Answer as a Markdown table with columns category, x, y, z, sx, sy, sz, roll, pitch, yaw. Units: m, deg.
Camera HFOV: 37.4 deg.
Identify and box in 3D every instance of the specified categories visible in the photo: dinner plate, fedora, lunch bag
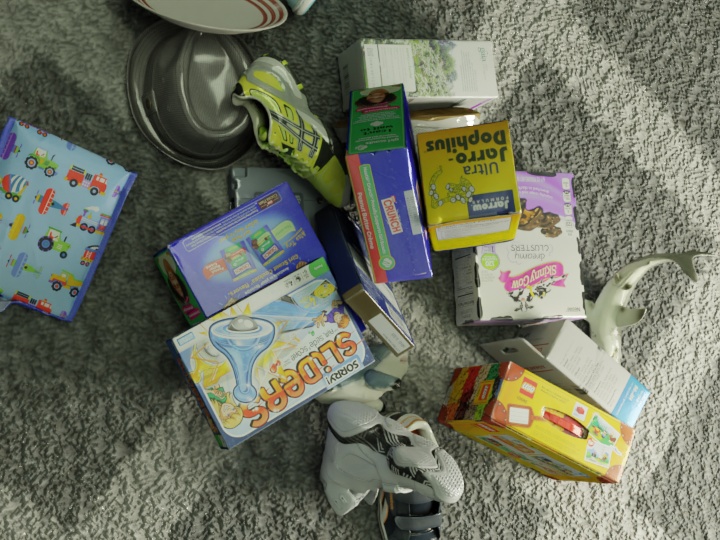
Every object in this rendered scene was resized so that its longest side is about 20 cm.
| category | x | y | z | sx | sy | sz | roll | pitch | yaw |
| --- | --- | --- | --- | --- | --- | --- | --- | --- | --- |
| dinner plate | -0.186 | -0.318 | 1.270 | 0.198 | 0.201 | 0.024 | 1 | 121 | -23 |
| fedora | -0.188 | -0.226 | 1.281 | 0.175 | 0.090 | 0.202 | -1 | 82 | -24 |
| lunch bag | -0.362 | -0.046 | 1.187 | 0.149 | 0.094 | 0.202 | 24 | 82 | -21 |

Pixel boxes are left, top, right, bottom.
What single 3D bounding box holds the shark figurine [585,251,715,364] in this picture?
| category | x | y | z | sx | sy | sz | roll | pitch | yaw |
| --- | --- | --- | --- | --- | --- | --- | --- | --- | --- |
| shark figurine | 0.380 | 0.027 | 1.484 | 0.128 | 0.215 | 0.089 | 44 | 23 | 19 |

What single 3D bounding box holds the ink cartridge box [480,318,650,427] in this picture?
| category | x | y | z | sx | sy | sz | roll | pitch | yaw |
| --- | --- | --- | --- | --- | --- | --- | --- | --- | --- |
| ink cartridge box | 0.270 | 0.130 | 1.410 | 0.200 | 0.116 | 0.067 | 40 | 69 | -13 |

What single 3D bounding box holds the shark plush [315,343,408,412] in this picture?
| category | x | y | z | sx | sy | sz | roll | pitch | yaw |
| --- | --- | --- | --- | --- | --- | --- | --- | --- | --- |
| shark plush | -0.036 | 0.127 | 1.327 | 0.198 | 0.091 | 0.084 | -3 | 62 | -3 |

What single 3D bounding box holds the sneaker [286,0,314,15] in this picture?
| category | x | y | z | sx | sy | sz | roll | pitch | yaw |
| --- | --- | --- | --- | --- | --- | --- | --- | --- | --- |
| sneaker | -0.093 | -0.432 | 1.365 | 0.130 | 0.079 | 0.202 | 24 | 64 | -20 |

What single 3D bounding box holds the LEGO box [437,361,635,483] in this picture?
| category | x | y | z | sx | sy | sz | roll | pitch | yaw |
| --- | --- | --- | --- | --- | --- | --- | --- | --- | --- |
| LEGO box | 0.221 | 0.197 | 1.360 | 0.199 | 0.149 | 0.078 | 28 | 72 | -17 |

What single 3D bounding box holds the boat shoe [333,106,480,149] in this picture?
| category | x | y | z | sx | sy | sz | roll | pitch | yaw |
| --- | --- | --- | --- | --- | --- | --- | --- | --- | --- |
| boat shoe | 0.063 | -0.172 | 1.394 | 0.198 | 0.071 | 0.070 | -4 | 109 | -12 |

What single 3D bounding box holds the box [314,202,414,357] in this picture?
| category | x | y | z | sx | sy | sz | roll | pitch | yaw |
| --- | --- | --- | --- | --- | --- | --- | --- | --- | --- |
| box | 0.000 | 0.000 | 1.283 | 0.032 | 0.201 | 0.121 | -32 | 131 | 12 |

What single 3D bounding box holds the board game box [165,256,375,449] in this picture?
| category | x | y | z | sx | sy | sz | roll | pitch | yaw |
| --- | --- | --- | --- | --- | --- | --- | --- | --- | --- |
| board game box | -0.098 | 0.090 | 1.183 | 0.199 | 0.034 | 0.136 | -30 | 95 | -23 |

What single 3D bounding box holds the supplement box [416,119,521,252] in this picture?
| category | x | y | z | sx | sy | sz | roll | pitch | yaw |
| --- | --- | --- | --- | --- | --- | --- | --- | --- | --- |
| supplement box | 0.130 | -0.096 | 1.279 | 0.108 | 0.200 | 0.111 | -8 | 82 | 4 |

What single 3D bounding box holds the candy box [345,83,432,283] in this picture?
| category | x | y | z | sx | sy | sz | roll | pitch | yaw |
| --- | --- | --- | --- | --- | --- | --- | --- | --- | --- |
| candy box | 0.034 | -0.107 | 1.270 | 0.076 | 0.201 | 0.171 | -10 | 119 | 5 |

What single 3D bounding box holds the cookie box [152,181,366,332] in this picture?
| category | x | y | z | sx | sy | sz | roll | pitch | yaw |
| --- | --- | --- | --- | --- | --- | --- | --- | --- | --- |
| cookie box | -0.117 | 0.027 | 1.243 | 0.170 | 0.075 | 0.201 | -30 | 94 | -24 |

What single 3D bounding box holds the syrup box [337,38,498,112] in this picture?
| category | x | y | z | sx | sy | sz | roll | pitch | yaw |
| --- | --- | --- | --- | --- | --- | --- | --- | --- | --- |
| syrup box | 0.078 | -0.257 | 1.407 | 0.198 | 0.081 | 0.080 | -4 | 85 | -24 |

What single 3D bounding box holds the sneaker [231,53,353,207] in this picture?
| category | x | y | z | sx | sy | sz | roll | pitch | yaw |
| --- | --- | --- | --- | --- | --- | --- | --- | --- | --- |
| sneaker | -0.082 | -0.153 | 1.258 | 0.076 | 0.075 | 0.201 | -42 | 103 | -28 |

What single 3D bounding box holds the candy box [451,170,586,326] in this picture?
| category | x | y | z | sx | sy | sz | roll | pitch | yaw |
| --- | --- | --- | --- | --- | --- | --- | --- | --- | --- |
| candy box | 0.210 | -0.029 | 1.433 | 0.166 | 0.071 | 0.202 | 0 | 81 | -23 |

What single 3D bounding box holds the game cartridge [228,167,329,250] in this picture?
| category | x | y | z | sx | sy | sz | roll | pitch | yaw |
| --- | --- | --- | --- | --- | --- | --- | --- | --- | --- |
| game cartridge | -0.095 | -0.026 | 1.321 | 0.132 | 0.040 | 0.202 | 0 | 82 | -20 |

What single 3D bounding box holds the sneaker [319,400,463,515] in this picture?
| category | x | y | z | sx | sy | sz | roll | pitch | yaw |
| --- | --- | --- | --- | --- | --- | --- | --- | --- | --- |
| sneaker | 0.030 | 0.244 | 1.251 | 0.075 | 0.199 | 0.116 | -5 | 118 | -51 |

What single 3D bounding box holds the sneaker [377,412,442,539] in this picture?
| category | x | y | z | sx | sy | sz | roll | pitch | yaw |
| --- | --- | --- | --- | --- | --- | --- | --- | --- | --- |
| sneaker | 0.064 | 0.278 | 1.319 | 0.078 | 0.079 | 0.202 | -8 | 86 | -25 |
